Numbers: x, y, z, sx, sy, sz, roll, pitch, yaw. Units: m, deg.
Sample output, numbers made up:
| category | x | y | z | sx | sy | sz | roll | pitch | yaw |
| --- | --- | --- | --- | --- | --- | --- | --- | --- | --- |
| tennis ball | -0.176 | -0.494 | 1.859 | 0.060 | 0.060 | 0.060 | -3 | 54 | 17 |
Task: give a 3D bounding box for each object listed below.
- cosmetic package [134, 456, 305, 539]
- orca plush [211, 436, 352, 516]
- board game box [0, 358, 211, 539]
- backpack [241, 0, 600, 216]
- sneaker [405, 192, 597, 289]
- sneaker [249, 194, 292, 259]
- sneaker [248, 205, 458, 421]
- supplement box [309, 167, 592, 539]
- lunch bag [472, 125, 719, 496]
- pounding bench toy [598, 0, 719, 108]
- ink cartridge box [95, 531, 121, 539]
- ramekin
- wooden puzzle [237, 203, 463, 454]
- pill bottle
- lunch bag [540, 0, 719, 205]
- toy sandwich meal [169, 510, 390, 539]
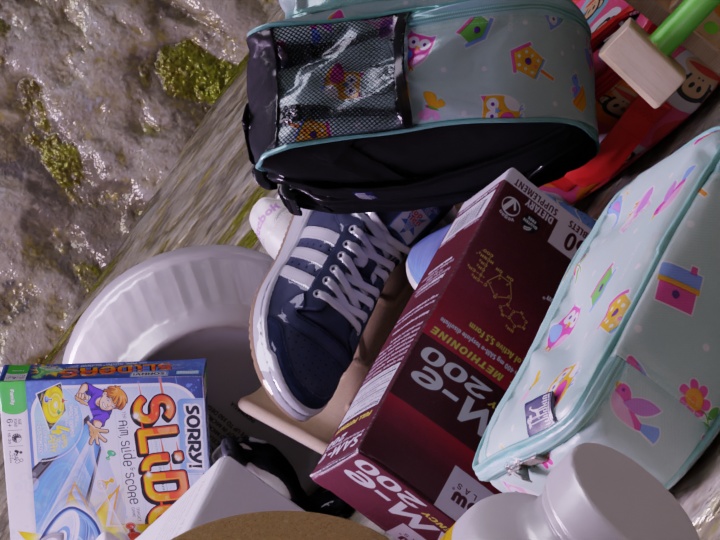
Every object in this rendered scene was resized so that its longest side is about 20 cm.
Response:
| category | x | y | z | sx | sy | sz | roll | pitch | yaw |
| --- | --- | --- | --- | --- | --- | --- | --- | --- | --- |
| cosmetic package | -0.114 | 0.251 | 1.717 | 0.200 | 0.123 | 0.200 | -45 | 14 | 46 |
| orca plush | -0.040 | 0.148 | 1.877 | 0.071 | 0.106 | 0.200 | -21 | 9 | -8 |
| board game box | -0.162 | 0.158 | 1.933 | 0.034 | 0.135 | 0.201 | -89 | -4 | -72 |
| backpack | 0.043 | -0.113 | 1.739 | 0.176 | 0.199 | 0.154 | 44 | -133 | -74 |
| sneaker | 0.083 | -0.017 | 1.739 | 0.200 | 0.077 | 0.076 | -6 | 49 | 58 |
| sneaker | 0.000 | -0.029 | 2.042 | 0.200 | 0.100 | 0.075 | -3 | -50 | -59 |
| sneaker | 0.000 | 0.000 | 1.836 | 0.108 | 0.070 | 0.201 | -26 | 32 | 33 |
| supplement box | 0.069 | 0.057 | 1.580 | 0.061 | 0.109 | 0.200 | -36 | 21 | 57 |
| lunch bag | 0.135 | 0.034 | 1.448 | 0.200 | 0.077 | 0.160 | -58 | 12 | -24 |
| pounding bench toy | 0.222 | -0.196 | 1.674 | 0.156 | 0.124 | 0.200 | -43 | 15 | 43 |
| ink cartridge box | -0.179 | 0.285 | 1.906 | 0.200 | 0.117 | 0.067 | -52 | 13 | 7 |
| ramekin | -0.099 | 0.090 | 2.003 | 0.203 | 0.202 | 0.094 | -52 | 22 | 9 |
| wooden puzzle | 0.033 | 0.040 | 1.862 | 0.200 | 0.046 | 0.185 | -51 | 30 | -10 |
| pill bottle | 0.057 | 0.168 | 1.282 | 0.200 | 0.104 | 0.104 | -50 | 11 | 22 |
| lunch bag | 0.164 | -0.124 | 1.845 | 0.200 | 0.082 | 0.177 | -40 | 22 | 49 |
| toy sandwich meal | -0.052 | 0.201 | 1.535 | 0.205 | 0.204 | 0.071 | -69 | -19 | -56 |
